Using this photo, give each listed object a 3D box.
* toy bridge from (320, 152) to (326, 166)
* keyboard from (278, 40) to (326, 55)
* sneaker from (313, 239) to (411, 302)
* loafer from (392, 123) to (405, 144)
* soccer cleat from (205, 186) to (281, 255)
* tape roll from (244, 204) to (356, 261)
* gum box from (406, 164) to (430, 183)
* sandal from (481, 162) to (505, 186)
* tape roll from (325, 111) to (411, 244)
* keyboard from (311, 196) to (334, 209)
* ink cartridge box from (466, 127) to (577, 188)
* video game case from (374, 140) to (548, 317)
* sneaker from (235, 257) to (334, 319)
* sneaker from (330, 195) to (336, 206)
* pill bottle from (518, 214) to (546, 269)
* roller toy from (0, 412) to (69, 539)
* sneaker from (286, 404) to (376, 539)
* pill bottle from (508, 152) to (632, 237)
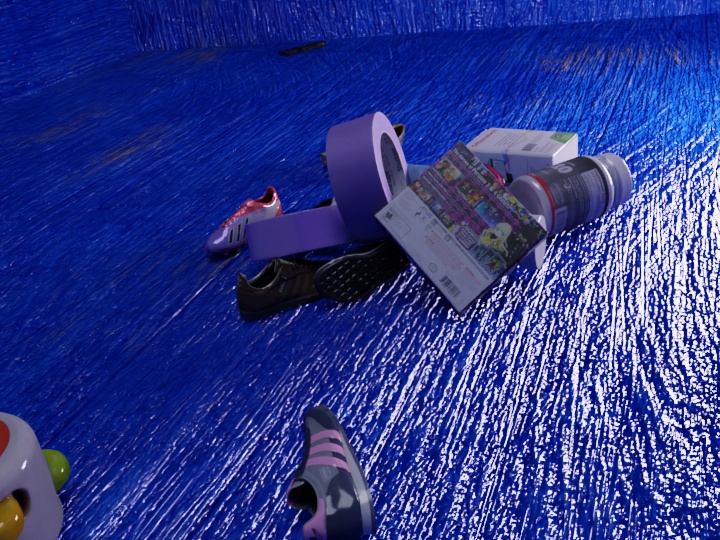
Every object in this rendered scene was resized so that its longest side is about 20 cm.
[{"bbox_3d":[0.001,-0.279,1.911,0.197,0.028,0.067,-19,29,-24],"label":"toy bridge"},{"bbox_3d":[-0.221,-0.892,3.238,0.198,0.021,0.126,-25,24,-28],"label":"keyboard"},{"bbox_3d":[0.000,0.000,1.320,0.197,0.073,0.082,-20,11,-32],"label":"sneaker"},{"bbox_3d":[0.030,-0.283,1.834,0.073,0.073,0.199,41,46,11],"label":"loafer"},{"bbox_3d":[-0.227,-0.095,1.549,0.066,0.078,0.199,13,33,37],"label":"soccer cleat"},{"bbox_3d":[-0.096,-0.065,1.381,0.196,0.067,0.200,-11,3,1],"label":"tape roll"},{"bbox_3d":[0.124,-0.154,1.495,0.197,0.046,0.169,12,-2,38],"label":"gum box"},{"bbox_3d":[0.226,-0.136,1.370,0.045,0.201,0.075,-36,6,0],"label":"sandal"},{"bbox_3d":[0.019,-0.152,1.333,0.083,0.203,0.201,-14,23,19],"label":"tape roll"},{"bbox_3d":[-0.093,-0.094,1.576,0.103,0.040,0.200,-18,15,42],"label":"keyboard"},{"bbox_3d":[0.323,-0.224,1.635,0.197,0.086,0.144,10,31,32],"label":"ink cartridge box"},{"bbox_3d":[0.149,-0.065,1.211,0.181,0.036,0.200,-41,75,-5],"label":"video game case"},{"bbox_3d":[-0.109,0.011,1.298,0.198,0.077,0.070,-25,30,-30],"label":"sneaker"},{"bbox_3d":[0.018,-0.091,1.491,0.197,0.076,0.081,14,53,35],"label":"sneaker"},{"bbox_3d":[0.191,-0.050,1.289,0.196,0.115,0.113,4,28,25],"label":"pill bottle"},{"bbox_3d":[-0.419,0.244,0.845,0.178,0.142,0.201,-9,26,0],"label":"roller toy"},{"bbox_3d":[-0.048,0.215,0.872,0.080,0.072,0.200,-12,24,-14],"label":"sneaker"},{"bbox_3d":[0.365,-0.133,1.403,0.197,0.116,0.114,-20,28,-22],"label":"pill bottle"}]
